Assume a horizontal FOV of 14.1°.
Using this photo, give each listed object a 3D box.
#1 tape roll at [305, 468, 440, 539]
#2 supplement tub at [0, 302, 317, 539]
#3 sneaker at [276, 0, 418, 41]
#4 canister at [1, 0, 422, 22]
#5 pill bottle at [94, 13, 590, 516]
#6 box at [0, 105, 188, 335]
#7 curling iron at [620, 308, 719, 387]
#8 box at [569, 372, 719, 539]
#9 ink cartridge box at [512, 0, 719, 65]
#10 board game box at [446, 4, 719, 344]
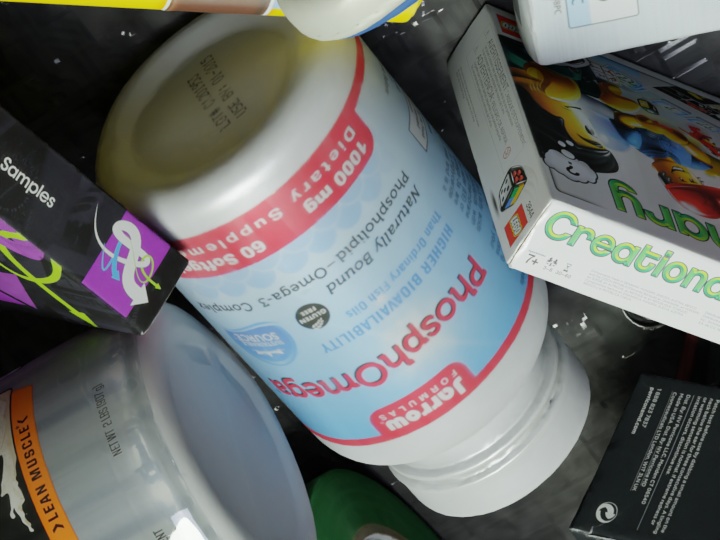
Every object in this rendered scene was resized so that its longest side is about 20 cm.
[{"bbox_3d":[0.021,0.175,1.140,0.048,0.201,0.200,-32,125,15],"label":"tape roll"},{"bbox_3d":[-0.126,0.106,1.042,0.199,0.123,0.123,-30,126,15],"label":"supplement tub"},{"bbox_3d":[0.066,-0.122,0.919,0.200,0.077,0.111,-49,130,-15],"label":"sneaker"},{"bbox_3d":[-0.071,-0.154,0.952,0.199,0.087,0.149,2,125,-13],"label":"canister"},{"bbox_3d":[0.000,0.000,1.064,0.108,0.109,0.200,-32,125,14],"label":"pill bottle"},{"bbox_3d":[-0.169,-0.050,0.984,0.200,0.143,0.036,42,71,-31],"label":"box"},{"bbox_3d":[0.125,0.053,1.182,0.049,0.026,0.201,5,133,12],"label":"curling iron"},{"bbox_3d":[0.191,0.132,1.153,0.141,0.079,0.200,13,155,36],"label":"box"},{"bbox_3d":[0.143,-0.165,1.007,0.199,0.047,0.161,-11,127,0],"label":"ink cartridge box"},{"bbox_3d":[0.133,-0.019,1.064,0.199,0.127,0.035,19,121,-23],"label":"board game box"}]
